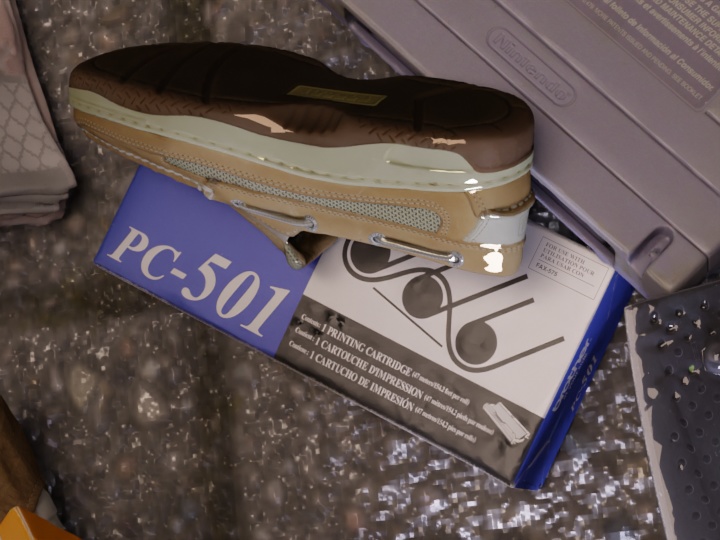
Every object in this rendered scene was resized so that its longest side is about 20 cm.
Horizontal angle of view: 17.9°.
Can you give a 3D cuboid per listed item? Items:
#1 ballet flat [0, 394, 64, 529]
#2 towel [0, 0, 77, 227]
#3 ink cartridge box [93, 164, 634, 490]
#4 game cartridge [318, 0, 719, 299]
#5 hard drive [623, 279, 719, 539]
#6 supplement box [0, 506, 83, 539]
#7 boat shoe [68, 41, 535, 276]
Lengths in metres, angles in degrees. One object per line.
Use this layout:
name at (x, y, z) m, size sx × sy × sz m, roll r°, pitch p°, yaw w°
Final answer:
ballet flat at (-0.150, 0.151, 0.939) m, size 0.072 × 0.068 × 0.202 m, roll 14°, pitch 89°, yaw 0°
towel at (-0.222, -0.101, 0.923) m, size 0.032 × 0.199 × 0.192 m, roll -35°, pitch 71°, yaw 44°
ink cartridge box at (0.000, 0.000, 0.905) m, size 0.199 × 0.044 × 0.095 m, roll 26°, pitch 91°, yaw 21°
game cartridge at (0.089, -0.093, 0.870) m, size 0.130 × 0.038 × 0.200 m, roll -41°, pitch 71°, yaw -15°
hard drive at (0.174, 0.095, 0.808) m, size 0.134 × 0.042 × 0.202 m, roll -15°, pitch 86°, yaw -3°
supplement box at (-0.132, 0.209, 0.881) m, size 0.201 × 0.126 × 0.074 m, roll -54°, pitch 31°, yaw 6°
boat shoe at (-0.027, -0.036, 0.863) m, size 0.199 × 0.072 × 0.077 m, roll 15°, pitch 121°, yaw 33°
